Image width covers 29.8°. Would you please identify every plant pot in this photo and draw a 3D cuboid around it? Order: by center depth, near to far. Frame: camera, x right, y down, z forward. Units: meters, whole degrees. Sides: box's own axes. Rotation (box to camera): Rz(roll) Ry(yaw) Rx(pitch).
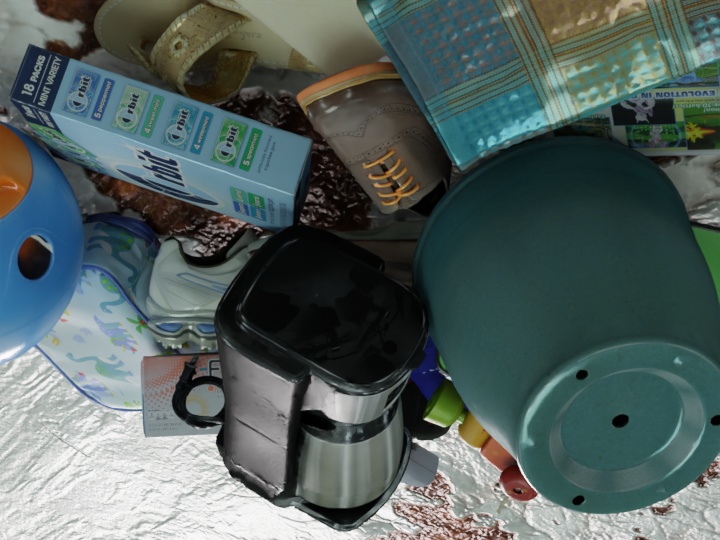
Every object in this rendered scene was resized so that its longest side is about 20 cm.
[{"bbox_3d":[0.146,0.045,0.869,0.199,0.188,0.201,-4,123,-7],"label":"plant pot"}]

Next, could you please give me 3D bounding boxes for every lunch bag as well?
[{"bbox_3d":[-0.222,0.040,1.191,0.160,0.083,0.200,-10,135,30],"label":"lunch bag"}]

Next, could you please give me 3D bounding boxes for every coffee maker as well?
[{"bbox_3d":[-0.052,0.076,0.966,0.191,0.135,0.200,7,142,2],"label":"coffee maker"}]

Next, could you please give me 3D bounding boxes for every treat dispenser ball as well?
[{"bbox_3d":[-0.311,-0.021,1.023,0.200,0.202,0.201,11,142,9],"label":"treat dispenser ball"}]

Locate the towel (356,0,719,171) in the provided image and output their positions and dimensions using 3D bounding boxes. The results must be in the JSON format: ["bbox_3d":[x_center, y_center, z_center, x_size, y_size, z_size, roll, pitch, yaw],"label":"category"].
[{"bbox_3d":[0.115,-0.145,0.793,0.199,0.022,0.147,-21,132,18],"label":"towel"}]

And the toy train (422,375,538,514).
[{"bbox_3d":[0.101,0.131,1.105,0.115,0.085,0.200,27,138,-1],"label":"toy train"}]

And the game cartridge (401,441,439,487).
[{"bbox_3d":[-0.032,0.158,1.252,0.199,0.042,0.133,13,165,19],"label":"game cartridge"}]

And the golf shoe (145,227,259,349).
[{"bbox_3d":[-0.075,0.015,1.108,0.199,0.098,0.078,1,-176,-17],"label":"golf shoe"}]

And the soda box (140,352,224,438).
[{"bbox_3d":[-0.081,0.100,1.120,0.199,0.069,0.064,-2,177,-6],"label":"soda box"}]

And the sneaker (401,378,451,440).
[{"bbox_3d":[-0.013,0.099,1.208,0.199,0.074,0.087,19,165,-5],"label":"sneaker"}]

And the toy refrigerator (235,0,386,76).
[{"bbox_3d":[-0.055,-0.210,0.816,0.200,0.076,0.070,37,139,-22],"label":"toy refrigerator"}]

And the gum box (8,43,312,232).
[{"bbox_3d":[-0.135,-0.088,0.968,0.199,0.045,0.170,18,172,0],"label":"gum box"}]

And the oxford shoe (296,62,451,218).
[{"bbox_3d":[0.021,-0.081,0.875,0.071,0.073,0.200,-21,165,19],"label":"oxford shoe"}]

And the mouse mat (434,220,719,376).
[{"bbox_3d":[0.165,0.026,0.997,0.199,0.008,0.162,15,103,6],"label":"mouse mat"}]

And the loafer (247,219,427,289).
[{"bbox_3d":[0.000,0.000,1.005,0.199,0.063,0.072,-5,174,30],"label":"loafer"}]

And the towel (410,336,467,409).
[{"bbox_3d":[0.087,0.038,1.097,0.147,0.050,0.200,-15,132,26],"label":"towel"}]

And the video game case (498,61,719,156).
[{"bbox_3d":[0.169,-0.143,0.854,0.199,0.022,0.183,1,140,20],"label":"video game case"}]

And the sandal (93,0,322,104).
[{"bbox_3d":[-0.100,-0.146,0.918,0.210,0.070,0.078,4,141,18],"label":"sandal"}]
